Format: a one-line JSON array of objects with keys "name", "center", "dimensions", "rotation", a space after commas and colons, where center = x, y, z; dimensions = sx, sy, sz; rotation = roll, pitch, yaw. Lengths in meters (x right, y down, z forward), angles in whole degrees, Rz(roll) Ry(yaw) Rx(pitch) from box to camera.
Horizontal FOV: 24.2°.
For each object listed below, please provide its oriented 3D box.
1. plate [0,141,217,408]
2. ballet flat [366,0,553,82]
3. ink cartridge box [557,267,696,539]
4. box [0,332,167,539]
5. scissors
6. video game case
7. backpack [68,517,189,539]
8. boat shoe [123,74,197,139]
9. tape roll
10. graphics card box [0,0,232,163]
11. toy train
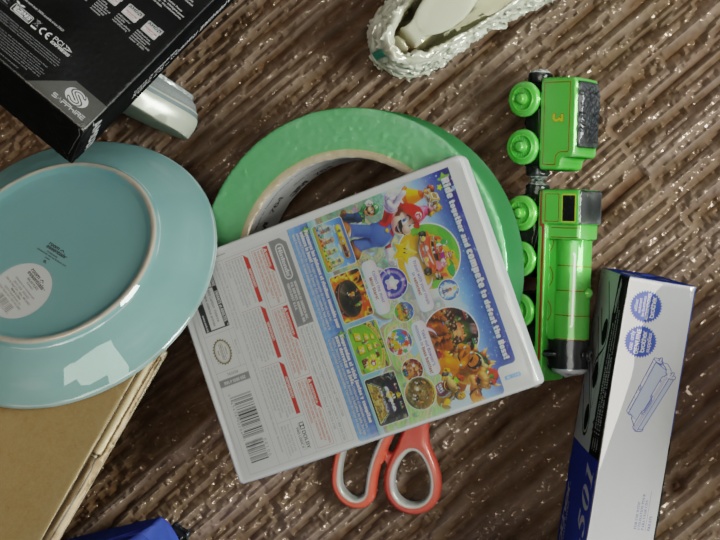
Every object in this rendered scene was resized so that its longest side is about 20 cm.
[{"name": "plate", "center": [-0.187, -0.007, 1.037], "dimensions": [0.200, 0.026, 0.200], "rotation": [-7, 55, 10]}, {"name": "ballet flat", "center": [0.090, -0.186, 1.038], "dimensions": [0.200, 0.072, 0.072], "rotation": [-39, 88, 5]}, {"name": "ink cartridge box", "center": [0.159, 0.102, 1.025], "dimensions": [0.044, 0.094, 0.200], "rotation": [8, 93, -2]}, {"name": "box", "center": [-0.239, 0.084, 1.024], "dimensions": [0.200, 0.021, 0.164], "rotation": [18, 67, 25]}, {"name": "scissors", "center": [0.035, 0.064, 1.064], "dimensions": [0.073, 0.014, 0.200], "rotation": [17, 103, 10]}, {"name": "video game case", "center": [-0.006, 0.032, 1.012], "dimensions": [0.200, 0.018, 0.143], "rotation": [-20, 85, 18]}, {"name": "backpack", "center": [-0.180, 0.276, 1.027], "dimensions": [0.162, 0.168, 0.200], "rotation": [-14, 90, 13]}, {"name": "boat shoe", "center": [-0.178, -0.161, 1.063], "dimensions": [0.201, 0.070, 0.072], "rotation": [35, 85, -2]}, {"name": "tape roll", "center": [0.000, 0.000, 1.043], "dimensions": [0.200, 0.048, 0.201], "rotation": [0, 92, 18]}, {"name": "graphics card box", "center": [-0.156, -0.175, 1.018], "dimensions": [0.125, 0.051, 0.200], "rotation": [39, 59, -2]}, {"name": "toy train", "center": [0.121, -0.026, 1.045], "dimensions": [0.056, 0.042, 0.200], "rotation": [2, 93, 36]}]
